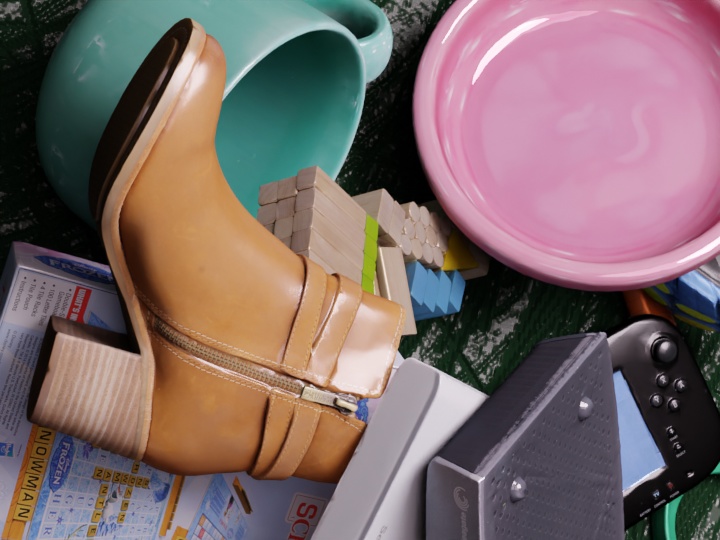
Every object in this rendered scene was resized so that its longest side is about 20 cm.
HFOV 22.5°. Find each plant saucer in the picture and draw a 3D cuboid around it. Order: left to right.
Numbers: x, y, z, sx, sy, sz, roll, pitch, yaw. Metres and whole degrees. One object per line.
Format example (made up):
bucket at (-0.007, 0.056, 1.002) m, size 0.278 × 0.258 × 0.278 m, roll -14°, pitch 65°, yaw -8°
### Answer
plant saucer at (0.128, -0.080, 0.980) m, size 0.200 × 0.051 × 0.201 m, roll -1°, pitch 69°, yaw 1°

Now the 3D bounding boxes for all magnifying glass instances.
magnifying glass at (0.192, 0.097, 1.060) m, size 0.080 × 0.022 × 0.200 m, roll -16°, pitch 90°, yaw -22°

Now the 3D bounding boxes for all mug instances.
mug at (-0.080, -0.082, 0.919) m, size 0.114 × 0.185 × 0.152 m, roll 32°, pitch 108°, yaw 23°

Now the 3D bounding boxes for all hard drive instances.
hard drive at (0.045, 0.127, 0.891) m, size 0.200 × 0.027 × 0.132 m, roll 30°, pitch 86°, yaw -58°
hard drive at (0.082, 0.139, 0.876) m, size 0.135 × 0.042 × 0.200 m, roll -43°, pitch 137°, yaw -41°

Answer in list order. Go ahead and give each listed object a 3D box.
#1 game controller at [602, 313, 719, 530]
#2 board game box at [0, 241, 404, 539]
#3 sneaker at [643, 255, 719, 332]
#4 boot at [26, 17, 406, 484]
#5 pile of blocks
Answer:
game controller at (0.109, 0.108, 1.003) m, size 0.200 × 0.042 × 0.104 m, roll -29°, pitch 91°, yaw -15°
board game box at (-0.103, 0.106, 0.884) m, size 0.199 × 0.041 × 0.200 m, roll 17°, pitch 105°, yaw -18°
sneaker at (0.173, -0.038, 1.024) m, size 0.083 × 0.071 × 0.200 m, roll -43°, pitch 82°, yaw -10°
boot at (-0.048, 0.001, 0.802) m, size 0.155 × 0.077 × 0.200 m, roll 15°, pitch 98°, yaw -17°
pile of blocks at (0.000, 0.000, 0.941) m, size 0.200 × 0.062 × 0.082 m, roll 6°, pitch 73°, yaw -58°
